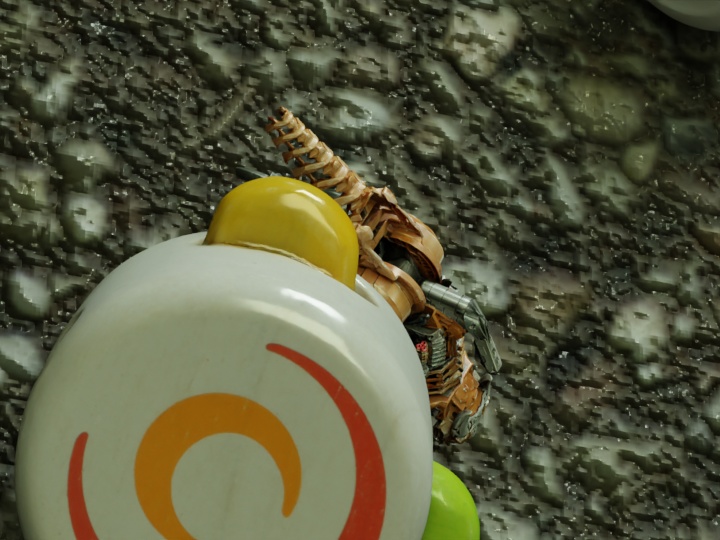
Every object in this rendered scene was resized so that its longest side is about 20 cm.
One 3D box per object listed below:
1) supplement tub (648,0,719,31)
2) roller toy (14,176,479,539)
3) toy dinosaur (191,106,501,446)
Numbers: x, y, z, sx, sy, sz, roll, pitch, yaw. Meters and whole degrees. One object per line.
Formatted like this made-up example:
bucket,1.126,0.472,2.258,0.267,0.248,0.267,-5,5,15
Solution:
supplement tub,0.235,-0.230,1.592,0.200,0.140,0.140,-33,82,-30
roller toy,-0.059,0.076,1.303,0.182,0.140,0.200,-24,100,6
toy dinosaur,0.000,0.000,1.390,0.102,0.135,0.200,-36,125,-45
